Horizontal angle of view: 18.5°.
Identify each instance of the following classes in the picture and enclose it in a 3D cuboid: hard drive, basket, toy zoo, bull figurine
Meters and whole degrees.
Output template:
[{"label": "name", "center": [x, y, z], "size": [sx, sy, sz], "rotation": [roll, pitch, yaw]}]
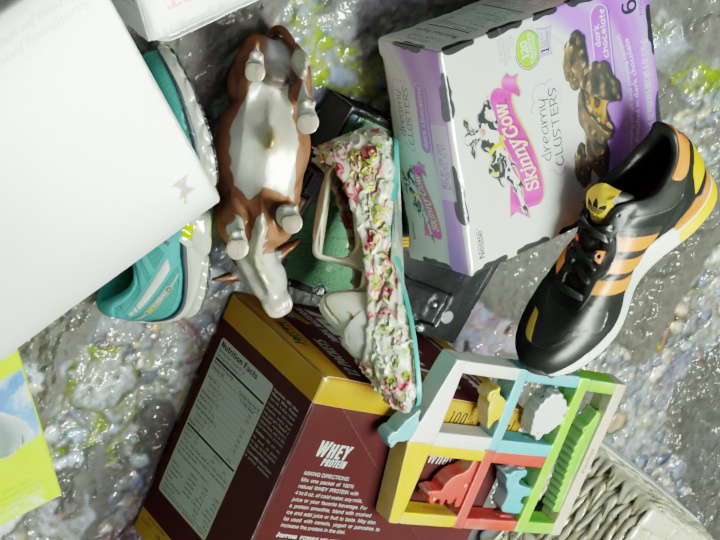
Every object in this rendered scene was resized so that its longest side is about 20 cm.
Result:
[{"label": "hard drive", "center": [0.024, -0.036, 1.609], "size": [0.200, 0.038, 0.140], "rotation": [19, 104, -41]}, {"label": "basket", "center": [0.221, 0.244, 1.848], "size": [0.136, 0.123, 0.200], "rotation": [-51, 133, 2]}, {"label": "toy zoo", "center": [0.091, 0.124, 1.581], "size": [0.200, 0.020, 0.131], "rotation": [9, 110, -38]}, {"label": "bull figurine", "center": [-0.065, -0.063, 1.474], "size": [0.065, 0.121, 0.200], "rotation": [1, 98, -9]}]

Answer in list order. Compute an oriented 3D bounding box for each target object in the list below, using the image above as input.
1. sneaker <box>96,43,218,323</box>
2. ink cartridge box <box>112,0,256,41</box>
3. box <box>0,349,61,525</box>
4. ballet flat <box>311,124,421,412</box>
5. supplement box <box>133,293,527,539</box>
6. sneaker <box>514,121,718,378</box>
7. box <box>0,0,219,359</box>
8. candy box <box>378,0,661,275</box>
[{"label": "sneaker", "center": [-0.139, -0.051, 1.468], "size": [0.080, 0.078, 0.200], "rotation": [-5, 117, -19]}, {"label": "ink cartridge box", "center": [-0.107, -0.265, 1.355], "size": [0.146, 0.086, 0.200], "rotation": [-27, 129, -18]}, {"label": "box", "center": [-0.281, 0.091, 1.468], "size": [0.122, 0.048, 0.200], "rotation": [-26, 129, -20]}, {"label": "ballet flat", "center": [0.000, 0.000, 1.507], "size": [0.064, 0.076, 0.200], "rotation": [-4, 79, -11]}, {"label": "supplement box", "center": [-0.022, 0.146, 1.618], "size": [0.197, 0.133, 0.200], "rotation": [12, 108, -39]}, {"label": "sneaker", "center": [0.168, -0.020, 1.553], "size": [0.200, 0.070, 0.090], "rotation": [-49, 139, -11]}, {"label": "box", "center": [-0.232, -0.085, 1.315], "size": [0.199, 0.171, 0.200], "rotation": [-36, 131, -12]}, {"label": "candy box", "center": [0.119, -0.110, 1.574], "size": [0.200, 0.072, 0.168], "rotation": [-24, 117, -32]}]
